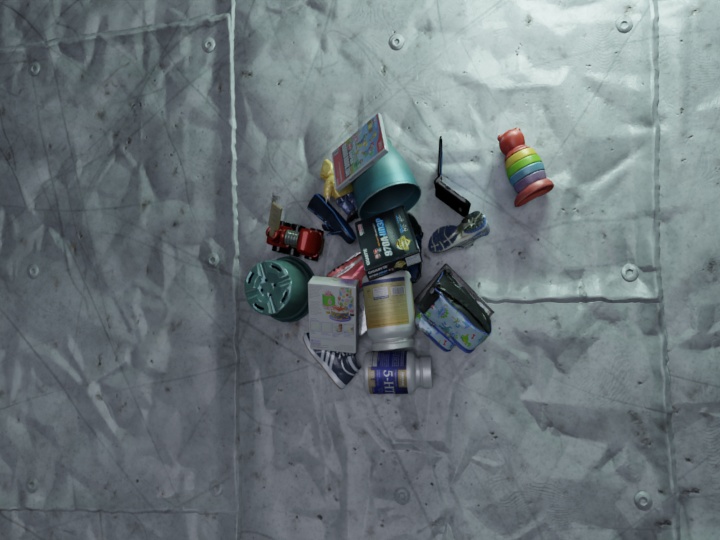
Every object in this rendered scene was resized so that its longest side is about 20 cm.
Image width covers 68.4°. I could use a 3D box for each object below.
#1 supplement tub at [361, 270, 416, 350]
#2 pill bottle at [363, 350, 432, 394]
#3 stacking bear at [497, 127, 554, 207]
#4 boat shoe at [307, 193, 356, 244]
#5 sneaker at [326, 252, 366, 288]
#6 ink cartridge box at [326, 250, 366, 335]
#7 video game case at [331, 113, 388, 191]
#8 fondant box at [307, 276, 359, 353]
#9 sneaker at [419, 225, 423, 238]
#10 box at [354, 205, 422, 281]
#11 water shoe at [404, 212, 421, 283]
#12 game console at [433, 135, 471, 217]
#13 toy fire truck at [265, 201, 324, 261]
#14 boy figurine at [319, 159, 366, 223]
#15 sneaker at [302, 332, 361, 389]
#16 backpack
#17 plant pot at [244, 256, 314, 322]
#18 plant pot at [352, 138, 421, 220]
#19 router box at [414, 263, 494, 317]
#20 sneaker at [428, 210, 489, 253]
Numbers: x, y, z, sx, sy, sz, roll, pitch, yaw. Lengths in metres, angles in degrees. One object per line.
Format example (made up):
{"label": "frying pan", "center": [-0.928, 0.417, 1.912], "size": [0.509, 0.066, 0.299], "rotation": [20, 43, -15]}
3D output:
{"label": "supplement tub", "center": [0.080, 0.111, 1.461], "size": [0.139, 0.144, 0.208], "rotation": [-7, 84, 9]}
{"label": "pill bottle", "center": [0.111, 0.296, 1.541], "size": [0.192, 0.120, 0.125], "rotation": [-3, 86, 10]}
{"label": "stacking bear", "center": [0.463, -0.310, 1.525], "size": [0.118, 0.114, 0.206], "rotation": [-23, 78, 8]}
{"label": "boat shoe", "center": [-0.089, -0.147, 1.635], "size": [0.069, 0.084, 0.201], "rotation": [-45, 64, 12]}
{"label": "sneaker", "center": [0.000, 0.000, 1.529], "size": [0.196, 0.074, 0.089], "rotation": [-30, 94, 10]}
{"label": "ink cartridge box", "center": [0.005, 0.068, 1.591], "size": [0.142, 0.084, 0.203], "rotation": [-35, 82, 5]}
{"label": "video game case", "center": [-0.006, -0.336, 1.510], "size": [0.197, 0.017, 0.147], "rotation": [-33, 50, 32]}
{"label": "fondant box", "center": [-0.075, 0.126, 1.513], "size": [0.138, 0.058, 0.208], "rotation": [4, 111, 11]}
{"label": "sneaker", "center": [0.095, -0.125, 1.594], "size": [0.194, 0.073, 0.116], "rotation": [20, 86, -4]}
{"label": "box", "center": [0.073, -0.078, 1.446], "size": [0.154, 0.047, 0.204], "rotation": [-18, 44, 6]}
{"label": "water shoe", "center": [0.151, -0.068, 1.521], "size": [0.069, 0.079, 0.208], "rotation": [-7, 89, -8]}
{"label": "game console", "center": [0.265, -0.260, 1.506], "size": [0.174, 0.200, 0.118], "rotation": [37, 94, 10]}
{"label": "toy fire truck", "center": [-0.206, -0.114, 1.581], "size": [0.170, 0.200, 0.134], "rotation": [13, 89, 10]}
{"label": "boy figurine", "center": [-0.068, -0.248, 1.627], "size": [0.122, 0.065, 0.202], "rotation": [-31, 79, -28]}
{"label": "sneaker", "center": [-0.081, 0.245, 1.603], "size": [0.108, 0.070, 0.201], "rotation": [-41, 86, 8]}
{"label": "backpack", "center": [0.253, 0.129, 1.446], "size": [0.199, 0.183, 0.148], "rotation": [40, 114, 4]}
{"label": "plant pot", "center": [-0.245, 0.055, 1.581], "size": [0.192, 0.196, 0.209], "rotation": [0, 87, 10]}
{"label": "plant pot", "center": [0.058, -0.276, 1.556], "size": [0.194, 0.200, 0.194], "rotation": [-22, 69, 8]}
{"label": "router box", "center": [0.273, 0.104, 1.557], "size": [0.200, 0.051, 0.150], "rotation": [45, 96, 10]}
{"label": "sneaker", "center": [0.292, -0.092, 1.555], "size": [0.196, 0.085, 0.079], "rotation": [-23, 51, 30]}
